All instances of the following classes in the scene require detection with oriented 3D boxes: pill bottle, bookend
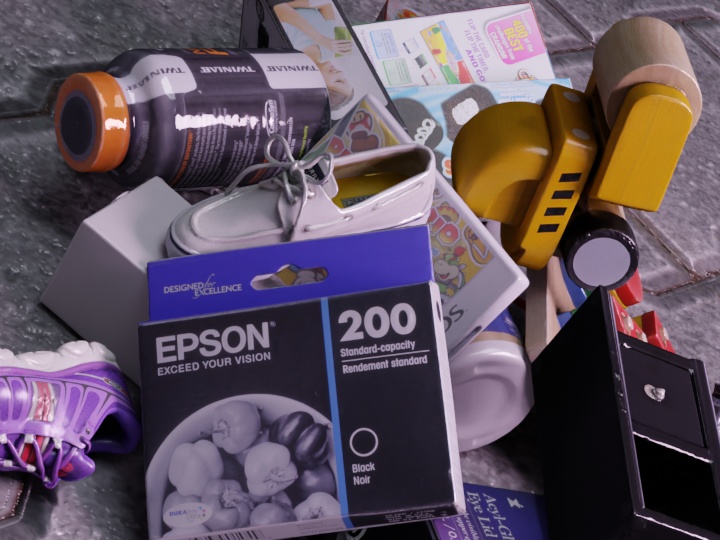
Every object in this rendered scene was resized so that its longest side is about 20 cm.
[{"bbox_3d":[0.053,0.032,1.440,0.110,0.111,0.201,11,37,-33],"label":"pill bottle"},{"bbox_3d":[0.226,0.141,1.247,0.199,0.092,0.200,22,39,-20],"label":"bookend"},{"bbox_3d":[-0.127,-0.113,1.396,0.199,0.107,0.107,-6,48,-39],"label":"pill bottle"}]

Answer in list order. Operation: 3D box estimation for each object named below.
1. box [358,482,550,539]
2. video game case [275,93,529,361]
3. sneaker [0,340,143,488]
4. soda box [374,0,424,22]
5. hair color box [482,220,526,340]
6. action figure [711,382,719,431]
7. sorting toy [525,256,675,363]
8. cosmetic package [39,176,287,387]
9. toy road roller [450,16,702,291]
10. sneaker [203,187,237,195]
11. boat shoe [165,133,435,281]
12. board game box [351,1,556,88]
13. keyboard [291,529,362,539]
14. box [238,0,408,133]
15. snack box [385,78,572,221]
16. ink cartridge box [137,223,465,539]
[{"bbox_3d":[0.108,0.231,1.222,0.199,0.105,0.149,11,37,-32],"label":"box"},{"bbox_3d":[0.000,0.000,1.372,0.200,0.182,0.023,52,13,28],"label":"video game case"},{"bbox_3d":[-0.205,0.096,1.142,0.199,0.081,0.084,-12,59,-51],"label":"sneaker"},{"bbox_3d":[0.034,-0.175,1.751,0.063,0.069,0.201,25,33,-11],"label":"soda box"},{"bbox_3d":[0.139,-0.004,1.622,0.101,0.061,0.200,33,32,-2],"label":"hair color box"},{"bbox_3d":[0.280,0.173,1.386,0.193,0.201,0.104,30,-6,-32],"label":"action figure"},{"bbox_3d":[0.200,0.067,1.469,0.200,0.069,0.201,60,21,-29],"label":"sorting toy"},{"bbox_3d":[-0.110,0.037,1.304,0.200,0.085,0.108,39,32,10],"label":"cosmetic package"},{"bbox_3d":[0.151,-0.093,1.380,0.145,0.201,0.123,14,31,-11],"label":"toy road roller"},{"bbox_3d":[-0.138,-0.099,1.489,0.199,0.075,0.081,-4,56,-46],"label":"sneaker"},{"bbox_3d":[-0.036,-0.052,1.278,0.200,0.086,0.075,-11,52,-20],"label":"boat shoe"},{"bbox_3d":[0.082,-0.151,1.648,0.198,0.040,0.154,-10,74,-24],"label":"board game box"},{"bbox_3d":[0.000,0.099,1.262,0.104,0.039,0.201,54,45,-49],"label":"keyboard"},{"bbox_3d":[-0.034,-0.145,1.518,0.060,0.117,0.201,-16,59,-18],"label":"box"},{"bbox_3d":[0.100,-0.101,1.590,0.198,0.037,0.117,-6,71,-23],"label":"snack box"},{"bbox_3d":[-0.042,0.068,1.190,0.196,0.043,0.202,-8,69,5],"label":"ink cartridge box"}]
